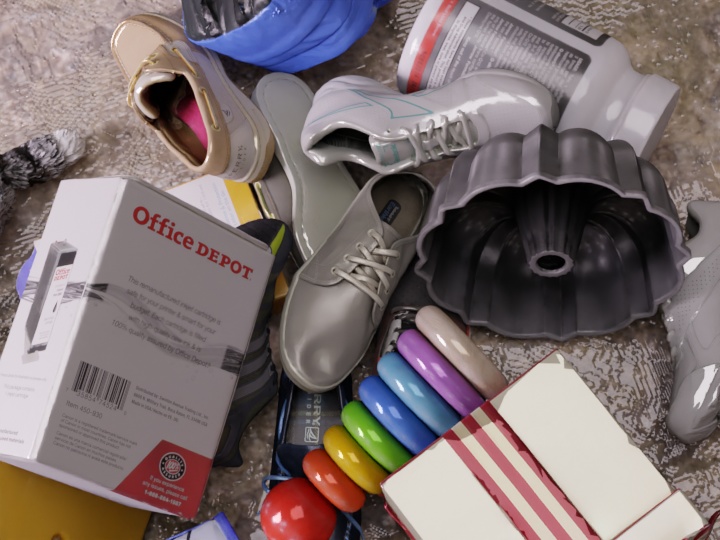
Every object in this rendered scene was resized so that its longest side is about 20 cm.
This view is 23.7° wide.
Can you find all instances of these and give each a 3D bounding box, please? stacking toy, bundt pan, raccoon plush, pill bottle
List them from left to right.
[{"bbox_3d":[-0.290,-0.022,1.340,0.199,0.097,0.134,-24,81,-5],"label":"raccoon plush"},{"bbox_3d":[0.007,0.120,1.207,0.200,0.085,0.085,-44,75,-1],"label":"stacking toy"},{"bbox_3d":[0.139,-0.145,1.338,0.200,0.116,0.116,29,76,11],"label":"pill bottle"},{"bbox_3d":[0.140,-0.034,1.265,0.201,0.202,0.076,2,55,4],"label":"bundt pan"}]

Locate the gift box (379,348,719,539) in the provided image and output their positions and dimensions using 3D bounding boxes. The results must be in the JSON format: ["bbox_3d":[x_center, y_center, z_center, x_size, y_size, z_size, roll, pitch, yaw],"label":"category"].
[{"bbox_3d":[0.145,0.180,1.201,0.200,0.185,0.187,-37,72,-2],"label":"gift box"}]

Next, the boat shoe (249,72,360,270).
[{"bbox_3d":[-0.043,-0.054,1.348,0.072,0.060,0.202,-11,72,-34],"label":"boat shoe"}]

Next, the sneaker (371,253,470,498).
[{"bbox_3d":[0.043,0.069,1.293,0.077,0.082,0.201,4,73,4],"label":"sneaker"}]

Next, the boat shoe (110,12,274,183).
[{"bbox_3d":[-0.146,-0.141,1.347,0.200,0.069,0.074,44,122,34],"label":"boat shoe"}]

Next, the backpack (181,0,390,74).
[{"bbox_3d":[-0.045,-0.256,1.350,0.167,0.162,0.201,20,65,-33],"label":"backpack"}]

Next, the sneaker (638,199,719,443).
[{"bbox_3d":[0.254,0.035,1.305,0.099,0.078,0.201,16,66,16],"label":"sneaker"}]

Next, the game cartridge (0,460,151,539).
[{"bbox_3d":[-0.212,0.149,1.240,0.032,0.176,0.201,5,70,34],"label":"game cartridge"}]

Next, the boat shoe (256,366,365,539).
[{"bbox_3d":[-0.042,0.139,1.282,0.084,0.069,0.201,-8,72,1],"label":"boat shoe"}]

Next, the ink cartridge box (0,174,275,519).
[{"bbox_3d":[-0.160,0.053,1.185,0.083,0.147,0.201,1,69,47],"label":"ink cartridge box"}]

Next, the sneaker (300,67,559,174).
[{"bbox_3d":[0.049,-0.102,1.283,0.199,0.071,0.080,-2,33,21],"label":"sneaker"}]

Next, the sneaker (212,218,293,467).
[{"bbox_3d":[-0.095,0.056,1.290,0.074,0.081,0.201,17,82,49],"label":"sneaker"}]

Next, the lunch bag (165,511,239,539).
[{"bbox_3d":[-0.118,0.293,1.198,0.170,0.124,0.200,-29,84,-9],"label":"lunch bag"}]

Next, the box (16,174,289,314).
[{"bbox_3d":[-0.164,0.007,1.347,0.199,0.041,0.119,-21,73,-1],"label":"box"}]

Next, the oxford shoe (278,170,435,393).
[{"bbox_3d":[0.000,0.000,1.277,0.075,0.058,0.200,36,64,-13],"label":"oxford shoe"}]
